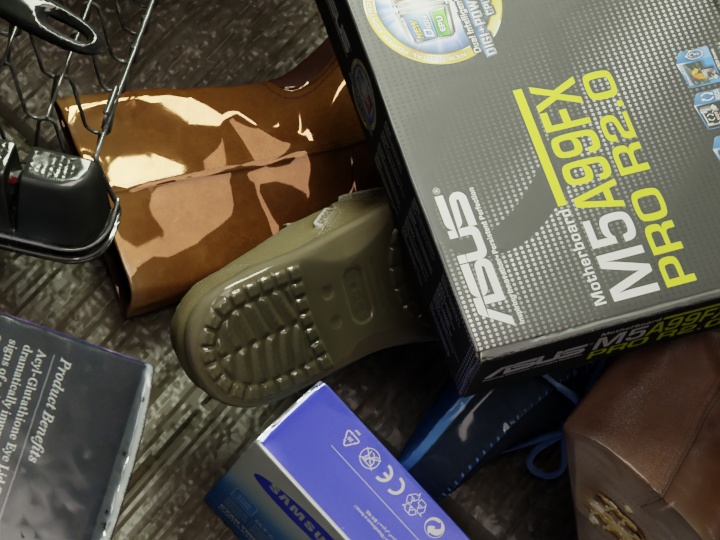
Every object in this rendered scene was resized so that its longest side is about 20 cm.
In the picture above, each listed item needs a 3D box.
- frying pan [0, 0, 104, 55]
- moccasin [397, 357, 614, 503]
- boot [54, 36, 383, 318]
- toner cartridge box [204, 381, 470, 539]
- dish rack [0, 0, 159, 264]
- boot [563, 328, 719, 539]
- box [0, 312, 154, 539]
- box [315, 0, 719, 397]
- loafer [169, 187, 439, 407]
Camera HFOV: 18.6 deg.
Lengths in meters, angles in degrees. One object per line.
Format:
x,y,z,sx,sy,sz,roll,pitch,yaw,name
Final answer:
-0.197,-0.151,0.936,0.190,0.031,0.115,10,63,-9,frying pan
0.099,0.041,0.997,0.068,0.080,0.200,48,64,-1,moccasin
-0.044,-0.085,1.020,0.200,0.068,0.189,-12,82,-15,boot
0.025,0.144,0.922,0.200,0.095,0.043,47,63,3,toner cartridge box
-0.159,-0.111,0.966,0.153,0.055,0.200,14,60,3,dish rack
0.121,0.018,0.951,0.186,0.064,0.200,43,55,-8,boot
-0.198,0.072,0.845,0.200,0.148,0.105,20,64,-12,box
0.086,-0.061,0.926,0.160,0.044,0.200,-13,68,-15,box
0.000,0.000,0.955,0.200,0.067,0.076,-17,108,-31,loafer
